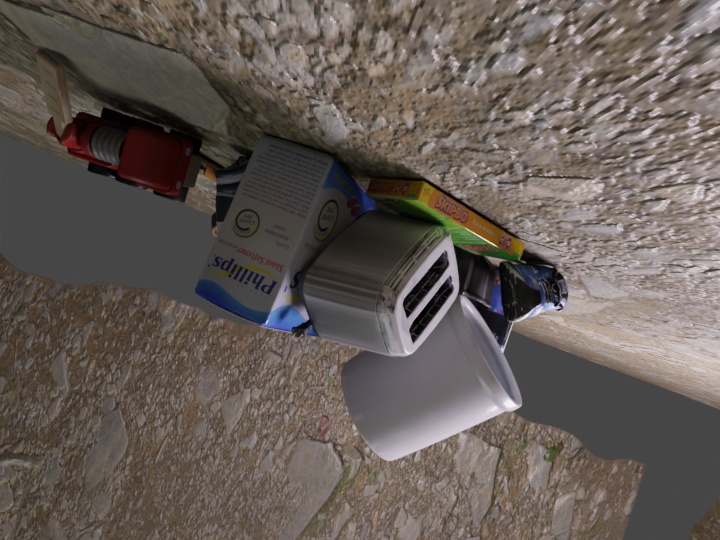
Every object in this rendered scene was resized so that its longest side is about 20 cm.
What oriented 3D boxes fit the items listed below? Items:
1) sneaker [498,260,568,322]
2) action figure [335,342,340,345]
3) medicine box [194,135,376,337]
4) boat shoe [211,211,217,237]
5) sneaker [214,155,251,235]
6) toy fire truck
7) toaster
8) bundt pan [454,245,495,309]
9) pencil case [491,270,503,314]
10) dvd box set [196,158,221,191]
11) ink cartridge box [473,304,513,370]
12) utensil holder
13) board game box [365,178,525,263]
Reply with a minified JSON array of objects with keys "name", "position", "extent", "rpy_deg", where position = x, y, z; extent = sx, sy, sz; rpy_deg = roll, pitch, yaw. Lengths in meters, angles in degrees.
[{"name":"sneaker","position":[0.232,0.020,0.726],"extent":[0.089,0.079,0.200],"rpy_deg":[-5,-176,14]},{"name":"action figure","position":[0.000,0.000,0.922],"extent":[0.104,0.194,0.200],"rpy_deg":[15,-144,30]},{"name":"medicine box","position":[-0.082,-0.032,0.679],"extent":[0.103,0.201,0.182],"rpy_deg":[21,177,20]},{"name":"boat shoe","position":[-0.138,-0.069,0.880],"extent":[0.199,0.074,0.076],"rpy_deg":[-6,156,-13]},{"name":"sneaker","position":[-0.118,-0.117,0.796],"extent":[0.199,0.109,0.070],"rpy_deg":[-13,-167,-32]},{"name":"toy fire truck","position":[-0.323,-0.179,0.708],"extent":[0.175,0.129,0.200],"rpy_deg":[20,-174,11]},{"name":"toaster","position":[0.024,0.016,0.620],"extent":[0.129,0.200,0.114],"rpy_deg":[11,131,37]},{"name":"bundt pan","position":[0.124,-0.007,0.864],"extent":[0.201,0.076,0.202],"rpy_deg":[21,177,1]},{"name":"pencil case","position":[0.254,0.053,0.992],"extent":[0.086,0.078,0.200],"rpy_deg":[12,174,14]},{"name":"dvd box set","position":[-0.297,-0.182,1.007],"extent":[0.146,0.030,0.200],"rpy_deg":[19,177,28]},{"name":"ink cartridge box","position":[0.134,0.091,0.876],"extent":[0.199,0.100,0.039],"rpy_deg":[18,175,25]},{"name":"utensil holder","position":[0.097,0.155,0.767],"extent":[0.170,0.199,0.170],"rpy_deg":[51,-163,-23]},{"name":"board game box","position":[0.108,-0.056,0.645],"extent":[0.199,0.030,0.095],"rpy_deg":[27,174,-35]}]
